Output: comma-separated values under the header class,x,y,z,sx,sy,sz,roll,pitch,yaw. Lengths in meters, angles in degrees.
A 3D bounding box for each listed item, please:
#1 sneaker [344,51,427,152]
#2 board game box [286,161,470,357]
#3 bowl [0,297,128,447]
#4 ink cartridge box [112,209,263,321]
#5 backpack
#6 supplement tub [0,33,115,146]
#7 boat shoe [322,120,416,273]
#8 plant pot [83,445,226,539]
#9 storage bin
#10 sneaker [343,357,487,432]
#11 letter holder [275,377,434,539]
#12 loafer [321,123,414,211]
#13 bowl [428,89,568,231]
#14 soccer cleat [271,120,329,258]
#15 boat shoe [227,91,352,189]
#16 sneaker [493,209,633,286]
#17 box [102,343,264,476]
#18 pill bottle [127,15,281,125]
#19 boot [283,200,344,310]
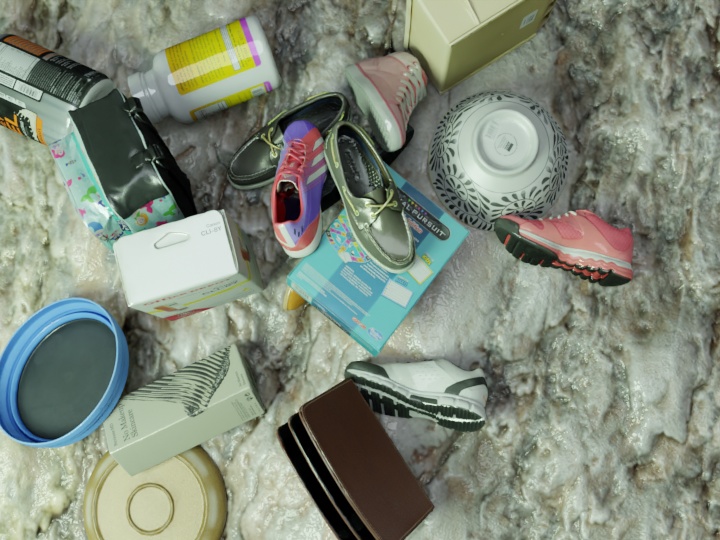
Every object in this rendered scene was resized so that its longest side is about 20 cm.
class,x,y,z,sx,sy,sz,roll,pitch,yaw
sneaker,0.050,-0.235,1.187,0.103,0.076,0.201,-18,38,-5
board game box,0.023,-0.016,1.151,0.150,0.047,0.201,38,75,3
bowl,-0.394,0.137,1.173,0.197,0.039,0.204,-10,61,18
ink cartridge box,-0.215,-0.002,1.141,0.143,0.200,0.085,-17,81,0
backpack,-0.299,-0.113,1.162,0.149,0.200,0.179,-30,73,2
supplement tub,-0.450,-0.246,1.225,0.197,0.123,0.124,24,83,6
boat shoe,0.012,-0.093,1.112,0.071,0.060,0.204,-25,80,-12
plant pot,-0.278,0.317,1.186,0.196,0.027,0.204,0,81,3
storage bin,0.165,-0.348,1.175,0.197,0.200,0.094,-33,83,-3
sneaker,0.076,0.152,1.183,0.197,0.074,0.081,14,54,9
letter holder,-0.022,0.260,1.111,0.100,0.142,0.201,-38,81,27
loafer,-0.019,-0.154,1.222,0.198,0.073,0.073,-33,77,-4
bowl,0.192,-0.162,1.201,0.197,0.094,0.205,0,81,2
soccer cleat,-0.081,-0.119,1.132,0.067,0.073,0.203,-8,61,16
boat shoe,-0.103,-0.185,1.232,0.200,0.061,0.072,-33,79,-2
sneaker,0.277,-0.047,1.202,0.197,0.074,0.088,19,73,-2
box,-0.232,0.182,1.165,0.198,0.069,0.083,-26,50,-5
pill bottle,-0.216,-0.269,1.228,0.197,0.104,0.106,-21,81,-1
boot,0.000,0.000,1.198,0.143,0.071,0.203,33,80,7
